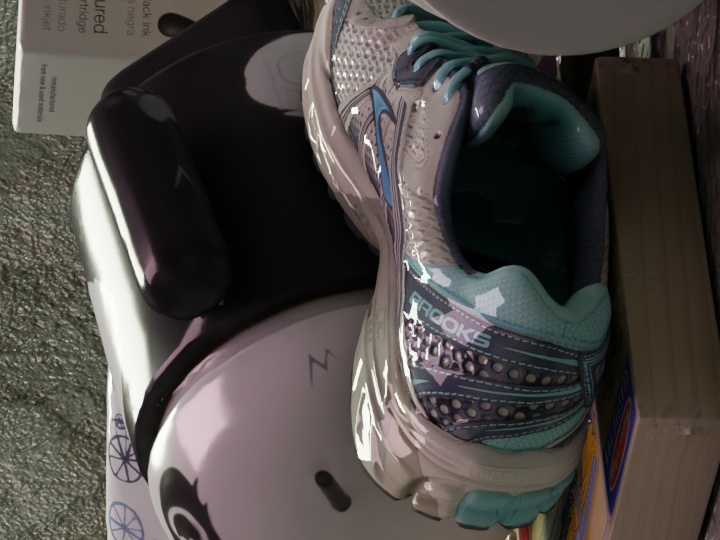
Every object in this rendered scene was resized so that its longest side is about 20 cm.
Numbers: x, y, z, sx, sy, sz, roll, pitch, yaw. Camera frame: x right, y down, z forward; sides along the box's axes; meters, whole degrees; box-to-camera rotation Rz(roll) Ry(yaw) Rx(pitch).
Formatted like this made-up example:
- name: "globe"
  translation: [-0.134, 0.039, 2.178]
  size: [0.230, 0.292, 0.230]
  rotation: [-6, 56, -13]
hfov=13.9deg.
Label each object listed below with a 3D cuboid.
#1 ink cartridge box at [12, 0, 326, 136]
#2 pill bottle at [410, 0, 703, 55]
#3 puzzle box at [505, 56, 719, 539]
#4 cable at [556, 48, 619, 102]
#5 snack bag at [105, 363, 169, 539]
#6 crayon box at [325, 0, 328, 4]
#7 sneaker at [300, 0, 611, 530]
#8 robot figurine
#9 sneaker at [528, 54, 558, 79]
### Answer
- name: "ink cartridge box"
  translation: [-0.049, -0.135, 1.306]
  size: [0.084, 0.200, 0.145]
  rotation: [109, 163, -65]
- name: "pill bottle"
  translation: [0.040, -0.124, 0.755]
  size: [0.200, 0.114, 0.114]
  rotation: [-102, 16, -71]
- name: "puzzle box"
  translation: [0.069, 0.056, 0.845]
  size: [0.200, 0.025, 0.133]
  rotation: [98, 172, -46]
- name: "cable"
  translation: [0.055, -0.130, 0.936]
  size: [0.097, 0.050, 0.200]
  rotation: [100, 173, -71]
- name: "snack bag"
  translation: [-0.014, 0.073, 1.027]
  size: [0.021, 0.200, 0.189]
  rotation: [-22, -57, -47]
- name: "crayon box"
  translation: [0.007, -0.191, 1.163]
  size: [0.200, 0.051, 0.126]
  rotation: [-81, -15, -70]
- name: "sneaker"
  translation: [0.037, -0.031, 0.798]
  size: [0.086, 0.077, 0.200]
  rotation: [115, 154, -43]
- name: "robot figurine"
  translation: [-0.020, 0.011, 0.888]
  size: [0.125, 0.150, 0.200]
  rotation: [116, 146, -41]
- name: "sneaker"
  translation: [0.013, -0.149, 1.025]
  size: [0.100, 0.075, 0.200]
  rotation: [-155, 48, -81]
